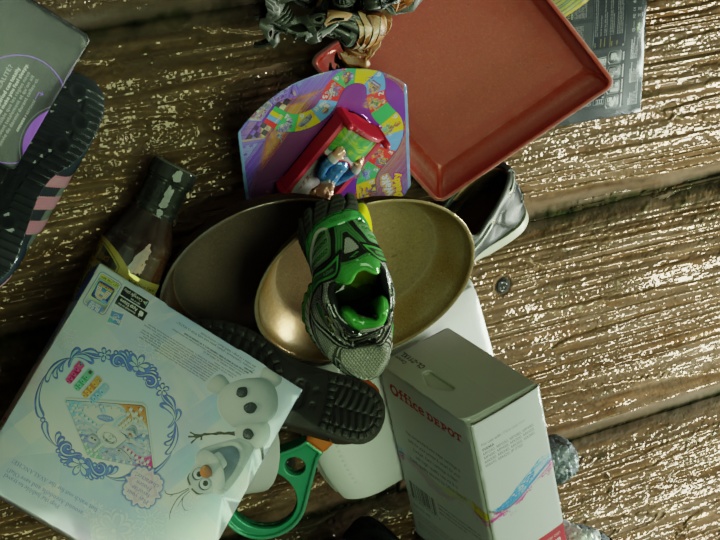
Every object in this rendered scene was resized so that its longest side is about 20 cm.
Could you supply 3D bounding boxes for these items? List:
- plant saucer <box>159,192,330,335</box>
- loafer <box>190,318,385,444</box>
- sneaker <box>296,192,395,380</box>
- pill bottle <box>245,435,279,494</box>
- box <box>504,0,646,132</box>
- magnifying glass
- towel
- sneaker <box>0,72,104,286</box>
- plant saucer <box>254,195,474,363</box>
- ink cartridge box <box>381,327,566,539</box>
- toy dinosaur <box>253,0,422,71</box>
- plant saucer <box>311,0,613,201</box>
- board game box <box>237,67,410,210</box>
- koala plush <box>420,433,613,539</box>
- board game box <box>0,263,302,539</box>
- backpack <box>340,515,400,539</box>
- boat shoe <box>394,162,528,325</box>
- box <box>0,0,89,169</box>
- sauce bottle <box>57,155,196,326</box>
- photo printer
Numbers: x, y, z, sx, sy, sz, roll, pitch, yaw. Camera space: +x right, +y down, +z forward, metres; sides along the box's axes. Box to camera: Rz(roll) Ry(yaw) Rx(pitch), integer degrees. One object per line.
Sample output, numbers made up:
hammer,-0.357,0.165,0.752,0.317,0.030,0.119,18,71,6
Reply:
plant saucer,-0.082,0.001,1.537,0.199,0.035,0.201,-14,140,-12
loafer,-0.079,0.106,1.530,0.199,0.071,0.073,25,70,-5
sneaker,-0.008,0.032,1.460,0.078,0.085,0.201,-19,142,-4
pill bottle,-0.175,0.160,1.530,0.199,0.111,0.112,-3,108,-30
box,0.193,-0.237,1.655,0.157,0.051,0.201,-12,113,-28
magnifying glass,-0.054,0.171,1.611,0.079,0.022,0.200,37,111,-13
towel,0.104,-0.249,1.562,0.199,0.023,0.144,-33,124,17
sneaker,-0.274,-0.069,1.426,0.070,0.082,0.201,32,68,-6
plant saucer,0.000,0.000,1.524,0.199,0.036,0.201,-14,140,-12
ink cartridge box,0.104,0.173,1.602,0.082,0.146,0.201,-26,123,-23
toy dinosaur,-0.017,-0.220,1.475,0.135,0.102,0.201,8,104,-10
plant saucer,0.090,-0.184,1.572,0.199,0.037,0.200,-34,123,17
board game box,-0.022,-0.082,1.538,0.157,0.039,0.201,-19,137,-15
koala plush,0.179,0.287,1.740,0.183,0.200,0.179,-18,116,-25
board game box,-0.180,0.132,1.432,0.199,0.043,0.200,33,74,-12
backpack,-0.003,0.352,1.696,0.167,0.127,0.200,40,87,-19
boat shoe,0.072,-0.025,1.634,0.200,0.072,0.068,-39,146,-19
box,-0.326,-0.180,1.320,0.199,0.106,0.123,31,90,-36
sauce bottle,-0.199,0.001,1.491,0.066,0.066,0.201,25,91,-35
photo printer,0.032,0.111,1.667,0.199,0.069,0.167,-27,119,-21
